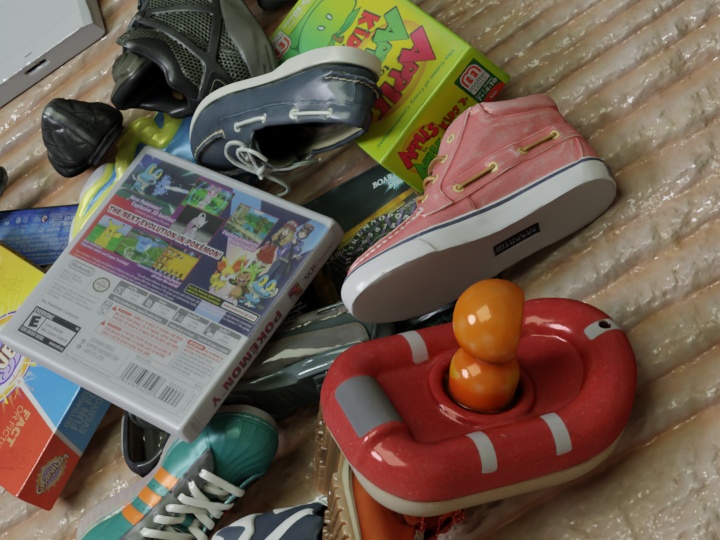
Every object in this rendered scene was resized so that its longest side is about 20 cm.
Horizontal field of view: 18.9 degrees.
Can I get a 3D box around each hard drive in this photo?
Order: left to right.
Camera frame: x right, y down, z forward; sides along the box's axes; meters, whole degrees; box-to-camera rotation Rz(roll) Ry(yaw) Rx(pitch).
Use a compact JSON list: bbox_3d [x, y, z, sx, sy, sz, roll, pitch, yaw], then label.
[{"bbox_3d":[-0.292,-0.247,1.831,0.132,0.026,0.200,-31,57,20],"label":"hard drive"}]

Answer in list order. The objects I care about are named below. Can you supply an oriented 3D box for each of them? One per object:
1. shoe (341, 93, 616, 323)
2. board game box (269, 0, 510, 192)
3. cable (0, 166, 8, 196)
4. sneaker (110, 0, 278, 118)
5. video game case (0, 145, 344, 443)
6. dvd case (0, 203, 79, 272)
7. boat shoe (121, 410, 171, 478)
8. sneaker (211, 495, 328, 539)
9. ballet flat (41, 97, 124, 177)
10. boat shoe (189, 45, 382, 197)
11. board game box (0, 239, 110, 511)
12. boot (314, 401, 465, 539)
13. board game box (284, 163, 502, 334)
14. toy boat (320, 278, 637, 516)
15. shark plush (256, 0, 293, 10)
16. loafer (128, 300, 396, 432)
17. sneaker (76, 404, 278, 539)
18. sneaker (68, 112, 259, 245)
[{"bbox_3d":[0.064,-0.044,1.442,0.200,0.071,0.091,-27,59,-9],"label":"shoe"},{"bbox_3d":[0.013,-0.146,1.541,0.102,0.048,0.200,-52,39,5],"label":"board game box"},{"bbox_3d":[-0.352,-0.013,1.762,0.200,0.050,0.097,-47,32,8],"label":"cable"},{"bbox_3d":[-0.150,-0.188,1.605,0.114,0.076,0.199,-19,58,-20],"label":"sneaker"},{"bbox_3d":[-0.134,0.011,1.507,0.200,0.023,0.182,23,70,40],"label":"video game case"},{"bbox_3d":[-0.280,0.046,1.706,0.143,0.018,0.200,-3,68,33],"label":"dvd case"},{"bbox_3d":[-0.134,0.060,1.572,0.074,0.060,0.200,-1,71,32],"label":"boat shoe"},{"bbox_3d":[-0.027,0.236,1.413,0.130,0.079,0.199,-32,45,30],"label":"sneaker"},{"bbox_3d":[-0.216,-0.109,1.645,0.066,0.057,0.200,-54,9,-7],"label":"ballet flat"},{"bbox_3d":[-0.056,-0.096,1.501,0.200,0.075,0.062,-19,59,45],"label":"boat shoe"},{"bbox_3d":[-0.270,0.070,1.650,0.200,0.040,0.153,28,88,39],"label":"board game box"},{"bbox_3d":[0.027,0.153,1.375,0.107,0.075,0.200,7,41,-7],"label":"boot"},{"bbox_3d":[0.000,0.000,1.527,0.200,0.028,0.135,-27,58,24],"label":"board game box"},{"bbox_3d":[0.079,0.061,1.340,0.131,0.200,0.131,55,148,40],"label":"toy boat"},{"bbox_3d":[-0.033,-0.249,1.617,0.200,0.083,0.091,10,76,37],"label":"shark plush"},{"bbox_3d":[-0.066,0.065,1.491,0.200,0.072,0.063,-12,60,18],"label":"loafer"},{"bbox_3d":[-0.127,0.173,1.496,0.200,0.071,0.080,-42,31,29],"label":"sneaker"},{"bbox_3d":[-0.140,-0.063,1.620,0.105,0.076,0.200,21,83,38],"label":"sneaker"}]
